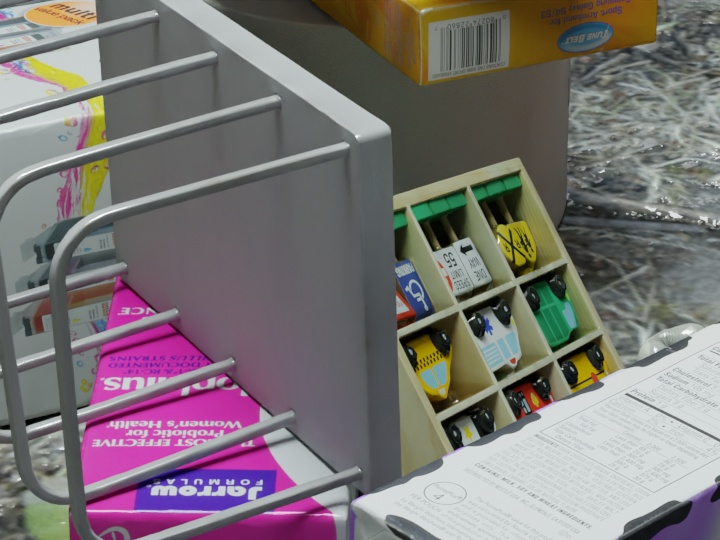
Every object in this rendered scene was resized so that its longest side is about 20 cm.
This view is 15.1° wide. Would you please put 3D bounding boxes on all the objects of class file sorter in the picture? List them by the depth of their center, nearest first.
[{"bbox_3d":[-0.089,-0.007,0.956,0.124,0.139,0.200,-18,31,-26],"label":"file sorter"}]

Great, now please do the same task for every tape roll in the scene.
[{"bbox_3d":[0.004,-0.094,1.352,0.202,0.139,0.203,0,26,0],"label":"tape roll"}]

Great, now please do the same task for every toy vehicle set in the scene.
[{"bbox_3d":[0.046,0.026,1.080,0.027,0.124,0.200,-28,-3,25],"label":"toy vehicle set"}]

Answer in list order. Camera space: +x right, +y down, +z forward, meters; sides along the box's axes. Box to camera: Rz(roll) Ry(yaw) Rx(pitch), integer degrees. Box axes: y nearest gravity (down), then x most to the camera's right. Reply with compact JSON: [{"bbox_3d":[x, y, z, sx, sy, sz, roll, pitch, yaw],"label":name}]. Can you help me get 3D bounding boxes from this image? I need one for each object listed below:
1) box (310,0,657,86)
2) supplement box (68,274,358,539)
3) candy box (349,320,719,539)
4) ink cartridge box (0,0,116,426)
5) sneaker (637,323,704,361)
[{"bbox_3d":[0.037,-0.144,1.254,0.119,0.042,0.200,-12,26,-21],"label":"box"},{"bbox_3d":[-0.051,0.083,1.039,0.101,0.103,0.200,1,28,0],"label":"supplement box"},{"bbox_3d":[0.089,0.123,0.879,0.200,0.168,0.072,-23,36,-38],"label":"candy box"},{"bbox_3d":[-0.152,-0.029,1.217,0.200,0.145,0.145,-12,28,-24],"label":"ink cartridge box"},{"bbox_3d":[0.176,0.085,1.054,0.075,0.081,0.200,-21,34,-39],"label":"sneaker"}]
